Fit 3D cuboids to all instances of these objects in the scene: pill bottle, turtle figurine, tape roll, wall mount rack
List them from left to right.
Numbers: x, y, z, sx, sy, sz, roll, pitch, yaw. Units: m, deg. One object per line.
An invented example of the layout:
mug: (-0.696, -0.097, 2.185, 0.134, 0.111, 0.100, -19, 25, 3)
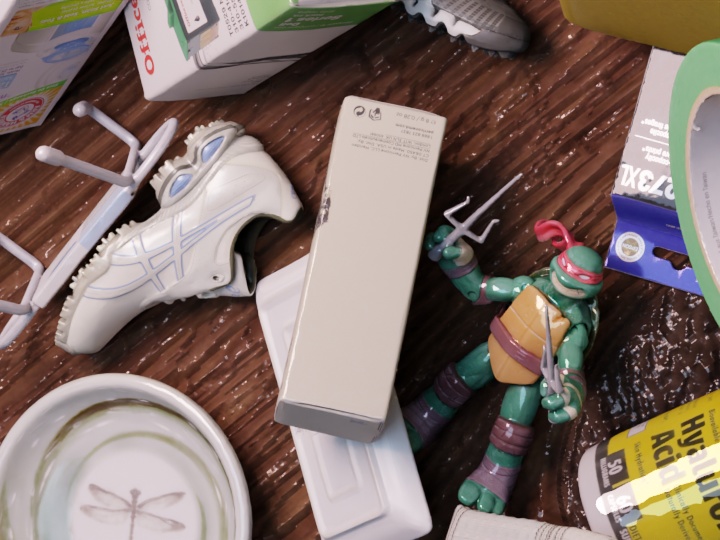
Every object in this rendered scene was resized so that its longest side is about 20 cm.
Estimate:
wall mount rack: (-0.206, -0.033, 1.777, 0.075, 0.174, 0.200, 37, 103, -9)
turtle figurine: (0.099, 0.047, 1.686, 0.150, 0.101, 0.200, 49, 124, 35)
pill bottle: (0.241, 0.119, 1.618, 0.200, 0.111, 0.111, -26, 79, 19)
tape roll: (0.237, -0.038, 1.547, 0.048, 0.200, 0.201, -13, 82, -13)

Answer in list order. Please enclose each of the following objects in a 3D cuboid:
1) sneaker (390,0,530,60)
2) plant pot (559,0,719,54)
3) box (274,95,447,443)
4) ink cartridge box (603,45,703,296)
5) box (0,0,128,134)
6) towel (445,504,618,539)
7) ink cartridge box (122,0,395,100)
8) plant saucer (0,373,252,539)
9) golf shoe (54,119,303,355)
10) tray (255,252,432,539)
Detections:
sneaker: (0.038, -0.214, 1.737, 0.200, 0.066, 0.091, 38, 105, 22)
plant pot: (0.213, -0.245, 1.573, 0.194, 0.200, 0.196, 17, 80, 22)
box: (0.000, 0.000, 1.685, 0.068, 0.082, 0.200, 13, 74, -1)
ink cartridge box: (0.216, -0.086, 1.677, 0.095, 0.037, 0.200, 17, 97, 21)
box: (-0.241, -0.175, 1.784, 0.101, 0.112, 0.200, 60, 140, 14)
towel: (0.095, 0.244, 1.607, 0.200, 0.035, 0.193, 7, 82, 54)
ink cartridge box: (-0.076, -0.204, 1.722, 0.200, 0.084, 0.146, -26, 76, 55)
plant saucer: (-0.156, 0.169, 1.814, 0.200, 0.050, 0.200, -1, 87, 23)
golf shoe: (-0.121, -0.002, 1.796, 0.097, 0.078, 0.200, 42, 110, 4)
tray: (-0.019, 0.087, 1.746, 0.107, 0.022, 0.200, -29, 72, 48)
